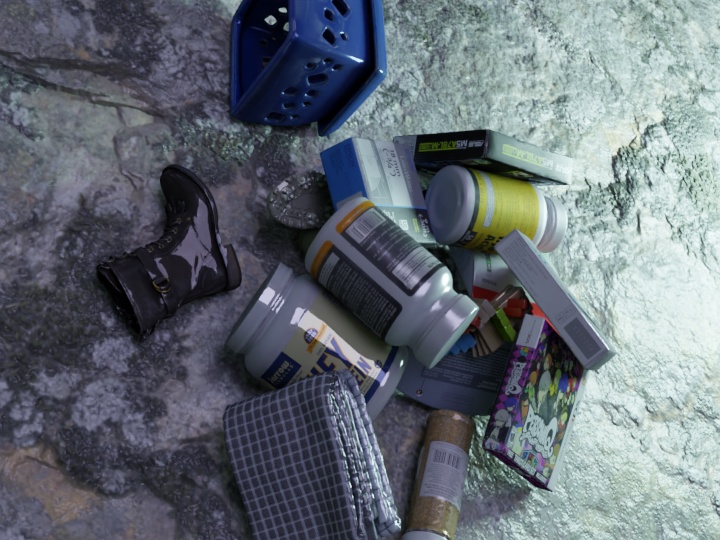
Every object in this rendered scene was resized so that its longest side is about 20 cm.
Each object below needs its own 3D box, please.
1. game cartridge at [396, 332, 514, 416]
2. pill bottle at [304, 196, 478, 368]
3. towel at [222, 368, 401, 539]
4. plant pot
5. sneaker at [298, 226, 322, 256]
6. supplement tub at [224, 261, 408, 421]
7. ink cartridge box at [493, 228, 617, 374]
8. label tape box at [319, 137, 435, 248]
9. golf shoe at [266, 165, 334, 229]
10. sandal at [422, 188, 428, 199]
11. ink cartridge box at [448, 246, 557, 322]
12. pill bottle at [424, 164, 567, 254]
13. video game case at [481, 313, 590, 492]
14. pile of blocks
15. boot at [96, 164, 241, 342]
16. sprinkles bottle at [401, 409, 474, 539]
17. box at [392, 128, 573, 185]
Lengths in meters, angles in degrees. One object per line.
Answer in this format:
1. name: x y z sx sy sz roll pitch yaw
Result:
1. game cartridge: 0.141 0.127 1.400 0.197 0.136 0.040 15 13 -22
2. pill bottle: 0.038 0.016 1.237 0.199 0.117 0.116 42 50 11
3. towel: -0.063 0.230 1.182 0.085 0.163 0.204 6 66 -62
4. plant pot: -0.070 -0.323 1.492 0.177 0.200 0.203 15 56 -29
5. sneaker: 0.000 0.000 1.389 0.199 0.090 0.068 38 88 3
6. supplement tub: -0.055 0.098 1.287 0.199 0.145 0.146 35 51 -7
7. ink cartridge box: 0.270 0.045 1.403 0.201 0.045 0.176 55 11 17
8. label tape box: 0.044 -0.096 1.406 0.198 0.063 0.147 -1 73 -53
9. golf shoe: -0.067 -0.106 1.438 0.198 0.096 0.080 -20 106 -43
10. sandal: 0.073 -0.048 1.516 0.075 0.048 0.201 44 63 -2
11. ink cartridge box: 0.226 0.023 1.509 0.158 0.051 0.201 16 29 -23
12. pill bottle: 0.198 -0.080 1.487 0.197 0.111 0.113 8 59 -30
13. video game case: 0.238 0.180 1.377 0.200 0.035 0.184 41 65 -51
14. pile of blocks: 0.146 0.075 1.326 0.197 0.062 0.084 -12 95 -21
15. boot: -0.252 -0.028 1.292 0.172 0.069 0.202 -22 78 -38
16. sprinkles bottle: 0.100 0.280 1.322 0.067 0.068 0.202 26 53 -14
17. box: 0.176 -0.161 1.517 0.191 0.198 0.049 14 84 -41
